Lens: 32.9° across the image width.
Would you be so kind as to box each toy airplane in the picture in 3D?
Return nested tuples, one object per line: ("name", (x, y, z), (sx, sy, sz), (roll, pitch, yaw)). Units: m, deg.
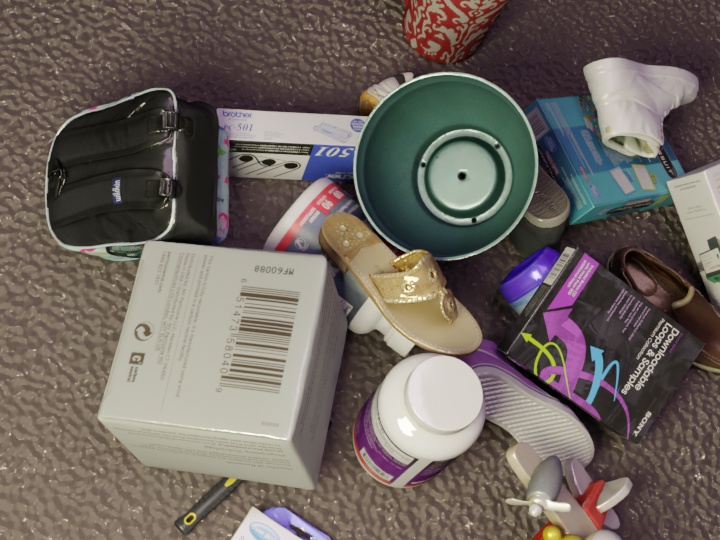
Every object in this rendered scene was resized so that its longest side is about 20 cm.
("toy airplane", (0.235, 0.289, 1.294), (0.200, 0.141, 0.199), (10, 76, -28))

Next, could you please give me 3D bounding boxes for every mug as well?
("mug", (0.114, -0.369, 1.505), (0.133, 0.200, 0.178), (-35, 79, -22))

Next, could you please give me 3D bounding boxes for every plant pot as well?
("plant pot", (0.105, -0.110, 1.355), (0.200, 0.134, 0.201), (0, 89, 15))

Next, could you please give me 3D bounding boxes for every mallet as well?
("mallet", (-0.125, 0.201, 1.310), (0.200, 0.041, 0.066), (-34, 78, -19))

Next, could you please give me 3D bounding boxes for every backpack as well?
("backpack", (-0.243, -0.096, 1.326), (0.200, 0.151, 0.178), (-8, 77, 27))

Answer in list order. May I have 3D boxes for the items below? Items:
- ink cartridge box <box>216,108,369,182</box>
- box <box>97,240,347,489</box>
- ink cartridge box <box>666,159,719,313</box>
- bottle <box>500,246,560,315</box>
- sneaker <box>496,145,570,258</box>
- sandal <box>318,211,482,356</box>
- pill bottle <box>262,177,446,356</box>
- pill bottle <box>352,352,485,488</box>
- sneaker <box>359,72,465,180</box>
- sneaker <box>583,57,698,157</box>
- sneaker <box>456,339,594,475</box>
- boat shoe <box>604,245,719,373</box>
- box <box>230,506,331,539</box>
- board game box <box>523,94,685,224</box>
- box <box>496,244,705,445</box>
("ink cartridge box", (-0.074, -0.145, 1.428), (0.200, 0.094, 0.044), (2, 68, -13))
("box", (-0.132, 0.098, 1.248), (0.200, 0.171, 0.199), (5, 65, 11))
("ink cartridge box", (0.484, -0.045, 1.489), (0.146, 0.084, 0.200), (-23, 92, -20))
("bottle", (0.253, 0.069, 1.420), (0.200, 0.084, 0.065), (50, 40, -4))
("sneaker", (0.179, -0.097, 1.476), (0.075, 0.106, 0.200), (-22, 55, -12))
("sandal", (0.045, 0.003, 1.261), (0.212, 0.070, 0.078), (40, 56, 13))
("pill bottle", (0.000, 0.000, 1.373), (0.200, 0.120, 0.120), (38, 65, 4))
("pill bottle", (0.063, 0.155, 1.278), (0.112, 0.200, 0.113), (5, 67, -11))
("sneaker", (0.091, -0.162, 1.483), (0.088, 0.076, 0.200), (-36, 80, -23))
("sneaker", (0.353, -0.191, 1.500), (0.200, 0.074, 0.116), (-1, 77, -40))
("sneaker", (0.183, 0.144, 1.382), (0.073, 0.114, 0.200), (-43, 114, 12))
("boat shoe", (0.379, 0.047, 1.458), (0.202, 0.075, 0.075), (38, 79, 7))
("box", (-0.106, 0.340, 1.253), (0.119, 0.041, 0.200), (33, 67, 2))
("board game box", (0.302, -0.143, 1.503), (0.200, 0.047, 0.151), (-11, 69, -40))
("box", (0.271, 0.085, 1.364), (0.200, 0.036, 0.143), (34, 88, -17))
